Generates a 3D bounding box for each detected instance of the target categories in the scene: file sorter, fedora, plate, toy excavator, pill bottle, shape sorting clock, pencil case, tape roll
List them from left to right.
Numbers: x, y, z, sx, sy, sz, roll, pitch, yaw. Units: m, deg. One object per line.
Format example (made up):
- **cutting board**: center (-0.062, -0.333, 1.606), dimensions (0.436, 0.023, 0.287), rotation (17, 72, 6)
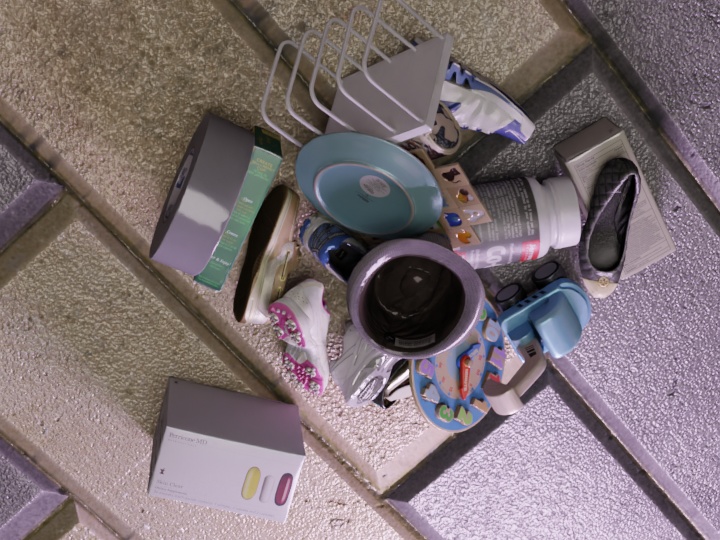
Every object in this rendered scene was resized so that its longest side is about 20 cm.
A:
- **tape roll**: center (-0.204, -0.097, 1.515), dimensions (0.066, 0.201, 0.202), rotation (21, 106, -15)
- **file sorter**: center (-0.008, -0.235, 1.457), dimensions (0.199, 0.140, 0.124), rotation (-14, 142, 45)
- **plate**: center (0.007, -0.098, 1.503), dimensions (0.198, 0.026, 0.201), rotation (15, 146, 10)
- **pencil case**: center (0.039, -0.156, 1.519), dimensions (0.199, 0.089, 0.079), rotation (-22, 96, 44)
- **fedora**: center (0.074, 0.019, 1.547), dimensions (0.175, 0.091, 0.201), rotation (21, 126, -4)
- **shape sorting clock**: center (0.141, 0.127, 1.665), dimensions (0.199, 0.039, 0.203), rotation (-7, 100, -47)
- **pill bottle**: center (0.196, -0.066, 1.628), dimensions (0.197, 0.114, 0.115), rotation (-9, 112, -4)
- **toy excavator**: center (0.244, 0.098, 1.649), dimensions (0.193, 0.200, 0.100), rotation (-31, 111, 4)

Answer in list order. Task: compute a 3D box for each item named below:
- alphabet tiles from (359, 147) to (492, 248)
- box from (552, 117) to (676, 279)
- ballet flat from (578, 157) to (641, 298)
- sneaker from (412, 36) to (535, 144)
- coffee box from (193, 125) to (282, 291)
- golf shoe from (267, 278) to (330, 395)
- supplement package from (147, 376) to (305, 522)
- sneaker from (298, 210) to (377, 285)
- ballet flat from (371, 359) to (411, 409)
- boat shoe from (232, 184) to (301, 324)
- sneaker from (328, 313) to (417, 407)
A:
- **alphabet tiles**: center (0.064, -0.084, 1.525), dimensions (0.198, 0.006, 0.167), rotation (-9, 131, 36)
- **box**: center (0.355, -0.101, 1.656), dimensions (0.094, 0.078, 0.201), rotation (-27, 112, 4)
- **ballet flat**: center (0.336, -0.054, 1.598), dimensions (0.066, 0.057, 0.202), rotation (3, 112, -5)
- **sneaker**: center (0.127, -0.215, 1.589), dimensions (0.198, 0.081, 0.116), rotation (32, 107, -10)
- **coffee box**: center (-0.163, -0.085, 1.570), dimensions (0.044, 0.123, 0.202), rotation (23, 107, -12)
- **golf shoe**: center (-0.068, 0.095, 1.665), dimensions (0.092, 0.075, 0.201), rotation (-50, 149, -31)
- **supplement package**: center (-0.190, 0.251, 1.671), dimensions (0.198, 0.156, 0.112), rotation (13, 108, -12)
- **sneaker**: center (0.000, 0.000, 1.626), dimensions (0.199, 0.085, 0.077), rotation (30, 105, -36)
- **ballet flat**: center (0.094, 0.132, 1.711), dimensions (0.200, 0.069, 0.068), rotation (-41, 135, 10)
- **boat shoe**: center (-0.118, -0.020, 1.632), dimensions (0.066, 0.074, 0.202), rotation (12, 108, -28)
- **sneaker**: center (0.023, 0.091, 1.677), dimensions (0.200, 0.099, 0.078), rotation (-48, 152, 5)
